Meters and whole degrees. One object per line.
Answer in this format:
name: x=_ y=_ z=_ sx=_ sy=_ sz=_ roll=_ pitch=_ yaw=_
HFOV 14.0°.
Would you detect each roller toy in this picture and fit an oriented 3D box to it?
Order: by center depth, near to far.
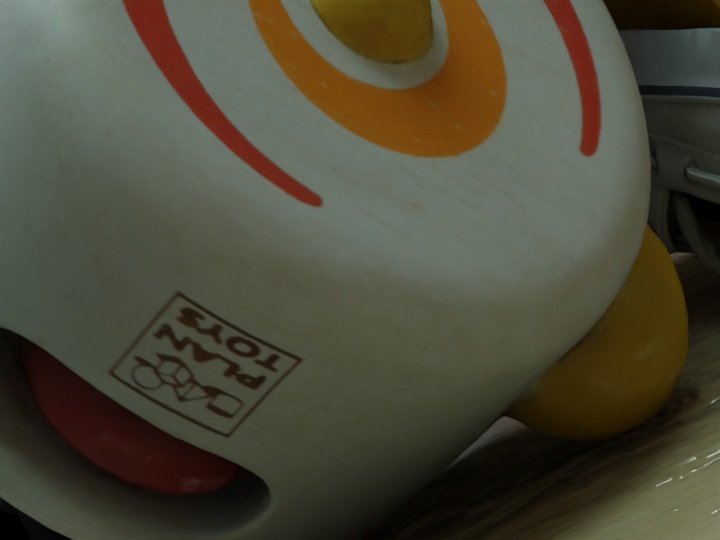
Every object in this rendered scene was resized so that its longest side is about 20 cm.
roller toy: x=-0.026 y=-0.030 z=0.721 sx=0.182 sy=0.201 sz=0.140 roll=-11 pitch=-24 yaw=-42

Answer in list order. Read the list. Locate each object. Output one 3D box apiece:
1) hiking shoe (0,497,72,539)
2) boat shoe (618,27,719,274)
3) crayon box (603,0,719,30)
hiking shoe: x=-0.067 y=0.056 z=0.837 sx=0.199 sy=0.076 sz=0.101 roll=-31 pitch=19 yaw=9
boat shoe: x=0.100 y=-0.034 z=0.845 sx=0.070 sy=0.070 sz=0.200 roll=-2 pitch=4 yaw=-20
crayon box: x=0.027 y=-0.124 z=0.848 sx=0.118 sy=0.059 sz=0.200 roll=-3 pitch=-18 yaw=26
